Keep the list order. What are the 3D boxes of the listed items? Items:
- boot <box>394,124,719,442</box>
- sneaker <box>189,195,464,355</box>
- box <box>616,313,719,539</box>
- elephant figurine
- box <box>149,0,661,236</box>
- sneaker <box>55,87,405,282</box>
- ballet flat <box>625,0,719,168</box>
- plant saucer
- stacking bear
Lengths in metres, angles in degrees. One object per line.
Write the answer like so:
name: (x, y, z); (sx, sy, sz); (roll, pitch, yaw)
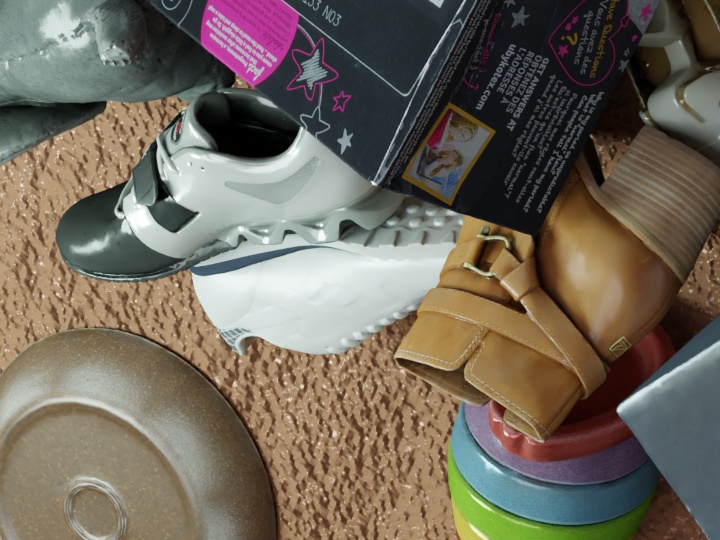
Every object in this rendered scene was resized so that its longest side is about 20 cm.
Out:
boot: (0.063, -0.017, 1.363); (0.200, 0.074, 0.155); (28, 79, 43)
sneaker: (0.000, 0.000, 1.481); (0.200, 0.076, 0.081); (-4, 116, 37)
box: (0.248, 0.081, 1.285); (0.117, 0.197, 0.200); (-36, 89, 36)
elephant figurine: (-0.171, -0.117, 1.474); (0.200, 0.155, 0.142); (-17, 65, 21)
box: (0.020, -0.126, 1.325); (0.200, 0.115, 0.132); (40, 108, 43)
sneaker: (-0.081, -0.053, 1.452); (0.200, 0.074, 0.089); (-14, 133, 27)
ballet flat: (0.147, -0.105, 1.350); (0.071, 0.071, 0.200); (-21, 98, 34)
plant saucer: (-0.142, 0.132, 1.629); (0.200, 0.037, 0.201); (11, 113, 25)
stacking bear: (0.090, 0.116, 1.446); (0.122, 0.113, 0.200); (-122, 31, -45)
